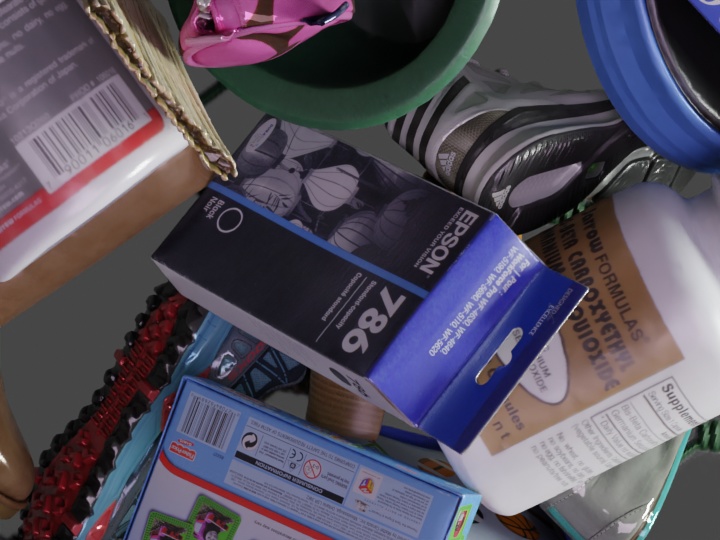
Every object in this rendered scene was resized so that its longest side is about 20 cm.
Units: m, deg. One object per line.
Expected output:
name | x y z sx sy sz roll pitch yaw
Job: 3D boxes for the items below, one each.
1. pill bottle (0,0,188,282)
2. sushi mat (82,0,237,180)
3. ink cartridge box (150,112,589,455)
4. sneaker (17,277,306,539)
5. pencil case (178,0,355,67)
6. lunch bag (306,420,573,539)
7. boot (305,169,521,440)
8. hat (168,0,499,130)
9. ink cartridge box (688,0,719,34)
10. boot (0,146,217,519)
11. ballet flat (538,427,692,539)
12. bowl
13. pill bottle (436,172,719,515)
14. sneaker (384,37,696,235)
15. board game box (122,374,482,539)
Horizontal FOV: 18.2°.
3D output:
pill bottle | -0.175 -0.106 0.989 0.114 0.114 0.200 -36 94 2
sushi mat | -0.100 -0.110 0.985 0.012 0.200 0.096 -35 117 3
ink cartridge box | 0.000 0.000 1.036 0.100 0.200 0.039 -52 139 -14
sneaker | -0.098 0.101 1.141 0.095 0.079 0.200 29 103 -27
pencil case | -0.062 -0.192 0.984 0.094 0.091 0.201 -13 88 -49
lunch bag | 0.064 0.169 1.161 0.199 0.170 0.124 16 112 -19
boot | 0.071 0.021 1.158 0.200 0.071 0.145 8 104 -22
hat | 0.026 -0.150 1.101 0.200 0.176 0.166 27 104 18
ink cartridge box | 0.217 -0.119 1.008 0.094 0.044 0.200 -35 116 27
boot | -0.152 0.005 1.094 0.200 0.066 0.175 -37 116 1
ballet flat | 0.150 0.061 1.154 0.064 0.200 0.067 37 142 -2
bowl | 0.187 -0.146 1.081 0.200 0.039 0.202 0 91 -37
pill bottle | 0.128 0.024 1.054 0.200 0.114 0.115 -28 117 13
sneaker | 0.091 -0.083 1.117 0.200 0.115 0.076 -11 134 -48
board game box | -0.048 0.169 1.044 0.151 0.037 0.201 22 91 21
